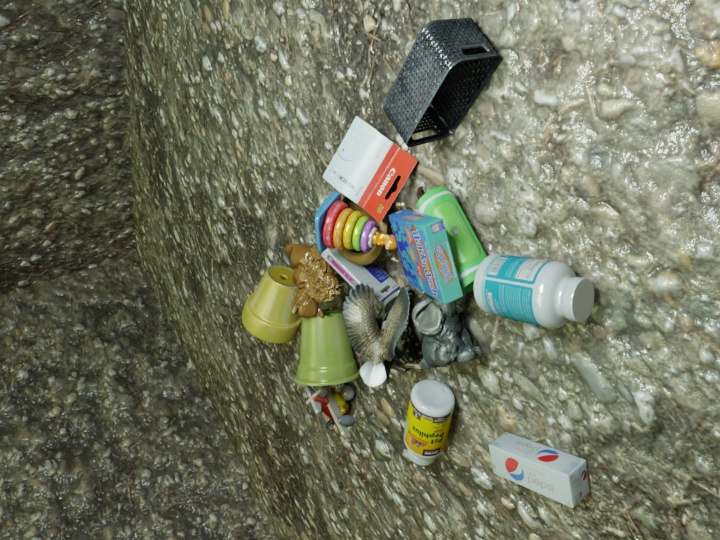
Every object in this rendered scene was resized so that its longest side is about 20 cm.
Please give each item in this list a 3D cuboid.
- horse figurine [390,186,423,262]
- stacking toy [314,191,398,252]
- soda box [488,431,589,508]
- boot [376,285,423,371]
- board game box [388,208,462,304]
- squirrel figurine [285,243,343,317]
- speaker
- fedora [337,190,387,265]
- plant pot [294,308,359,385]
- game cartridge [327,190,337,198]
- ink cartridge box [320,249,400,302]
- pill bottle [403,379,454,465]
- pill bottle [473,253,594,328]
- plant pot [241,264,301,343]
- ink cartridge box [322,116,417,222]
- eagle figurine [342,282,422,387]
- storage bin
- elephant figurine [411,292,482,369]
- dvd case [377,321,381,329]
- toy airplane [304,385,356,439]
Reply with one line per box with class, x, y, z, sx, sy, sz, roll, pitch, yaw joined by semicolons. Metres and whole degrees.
horse figurine;0.132;-0.073;1.214;0.130;0.049;0.207;26;122;35
stacking toy;0.001;-0.084;1.235;0.194;0.117;0.112;18;137;21
soda box;0.353;0.394;1.109;0.197;0.062;0.071;4;110;56
boot;0.109;0.142;1.335;0.157;0.072;0.205;60;153;21
board game box;0.125;-0.034;1.100;0.200;0.044;0.157;-148;39;-71
squirrel figurine;-0.132;0.033;1.507;0.198;0.137;0.194;-1;77;64
speaker;0.185;-0.063;1.100;0.205;0.086;0.089;65;147;19
fedora;0.011;-0.118;1.331;0.196;0.080;0.209;4;97;42
plant pot;-0.102;0.215;1.608;0.198;0.195;0.192;2;97;55
game cartridge;-0.027;-0.105;1.456;0.131;0.040;0.208;11;115;49
ink cartridge box;0.000;0.000;1.370;0.199;0.094;0.038;43;132;15
pill bottle;0.162;0.374;1.342;0.109;0.107;0.206;37;135;39
pill bottle;0.301;0.036;0.966;0.197;0.108;0.115;13;117;53
plant pot;-0.269;0.097;1.790;0.200;0.197;0.194;42;122;36
ink cartridge box;0.016;-0.230;1.246;0.200;0.047;0.163;43;106;38
eagle figurine;0.047;0.141;1.248;0.152;0.147;0.206;-125;19;-57
storage bin;0.141;-0.335;0.996;0.095;0.132;0.201;57;145;17
elephant figurine;0.182;0.095;1.182;0.142;0.149;0.208;71;-174;-82
dvd case;0.038;0.177;1.449;0.146;0.017;0.201;62;167;15
toy airplane;-0.084;0.393;1.694;0.204;0.138;0.199;61;180;-9
